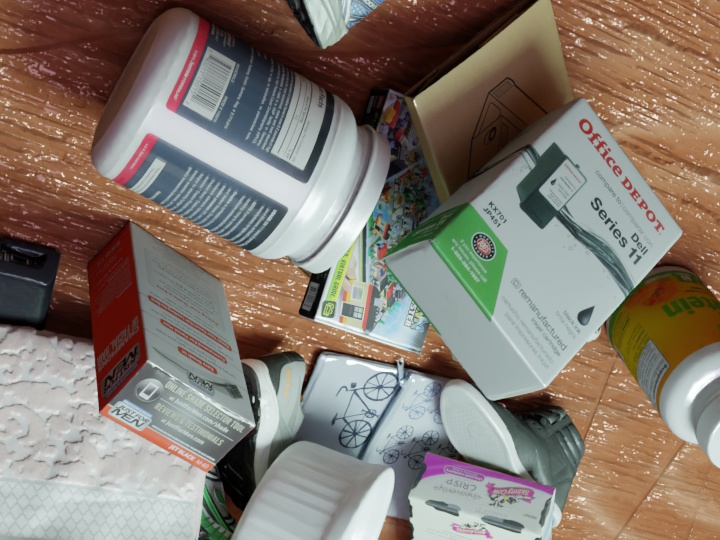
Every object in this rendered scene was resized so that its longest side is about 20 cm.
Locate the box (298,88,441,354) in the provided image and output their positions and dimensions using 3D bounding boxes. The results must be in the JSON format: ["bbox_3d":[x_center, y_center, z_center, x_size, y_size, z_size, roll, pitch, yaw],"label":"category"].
[{"bbox_3d":[0.030,-0.041,1.040,0.110,0.035,0.201,19,88,-27],"label":"box"}]

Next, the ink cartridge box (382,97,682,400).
[{"bbox_3d":[0.139,-0.019,0.966,0.200,0.083,0.147,-43,99,-28],"label":"ink cartridge box"}]

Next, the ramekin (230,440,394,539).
[{"bbox_3d":[-0.052,0.258,1.145,0.097,0.200,0.201,23,120,13],"label":"ramekin"}]

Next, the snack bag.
[{"bbox_3d":[0.013,0.170,1.232,0.199,0.021,0.189,15,117,-24],"label":"snack bag"}]

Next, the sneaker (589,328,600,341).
[{"bbox_3d":[0.136,0.028,1.147,0.200,0.081,0.083,33,127,-25],"label":"sneaker"}]

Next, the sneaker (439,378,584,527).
[{"bbox_3d":[0.155,0.158,1.232,0.071,0.099,0.200,-11,126,47],"label":"sneaker"}]

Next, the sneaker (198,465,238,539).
[{"bbox_3d":[-0.149,0.212,1.146,0.078,0.086,0.200,5,148,23],"label":"sneaker"}]

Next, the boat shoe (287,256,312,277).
[{"bbox_3d":[0.000,0.000,1.090,0.199,0.066,0.074,26,112,-28],"label":"boat shoe"}]

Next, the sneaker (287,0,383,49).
[{"bbox_3d":[-0.031,-0.270,0.914,0.085,0.077,0.201,-28,133,-9],"label":"sneaker"}]

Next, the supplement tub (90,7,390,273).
[{"bbox_3d":[-0.092,-0.096,0.942,0.199,0.141,0.141,28,111,-19],"label":"supplement tub"}]

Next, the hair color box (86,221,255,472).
[{"bbox_3d":[-0.159,0.058,1.001,0.111,0.200,0.064,36,107,-31],"label":"hair color box"}]

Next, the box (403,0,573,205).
[{"bbox_3d":[0.124,-0.107,1.040,0.163,0.021,0.201,-41,130,-24],"label":"box"}]

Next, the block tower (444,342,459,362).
[{"bbox_3d":[0.149,0.006,1.054,0.200,0.054,0.058,-33,127,-30],"label":"block tower"}]

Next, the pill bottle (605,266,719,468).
[{"bbox_3d":[0.321,0.093,1.161,0.110,0.200,0.112,-8,124,-11],"label":"pill bottle"}]

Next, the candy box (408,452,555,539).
[{"bbox_3d":[0.123,0.282,1.252,0.136,0.061,0.201,14,139,17],"label":"candy box"}]

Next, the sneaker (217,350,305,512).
[{"bbox_3d":[-0.090,0.160,1.167,0.079,0.074,0.201,-21,139,-37],"label":"sneaker"}]

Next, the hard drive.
[{"bbox_3d":[-0.360,0.029,1.020,0.199,0.042,0.135,9,119,-21],"label":"hard drive"}]

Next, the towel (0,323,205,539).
[{"bbox_3d":[-0.221,0.149,1.021,0.199,0.192,0.032,13,155,-27],"label":"towel"}]
